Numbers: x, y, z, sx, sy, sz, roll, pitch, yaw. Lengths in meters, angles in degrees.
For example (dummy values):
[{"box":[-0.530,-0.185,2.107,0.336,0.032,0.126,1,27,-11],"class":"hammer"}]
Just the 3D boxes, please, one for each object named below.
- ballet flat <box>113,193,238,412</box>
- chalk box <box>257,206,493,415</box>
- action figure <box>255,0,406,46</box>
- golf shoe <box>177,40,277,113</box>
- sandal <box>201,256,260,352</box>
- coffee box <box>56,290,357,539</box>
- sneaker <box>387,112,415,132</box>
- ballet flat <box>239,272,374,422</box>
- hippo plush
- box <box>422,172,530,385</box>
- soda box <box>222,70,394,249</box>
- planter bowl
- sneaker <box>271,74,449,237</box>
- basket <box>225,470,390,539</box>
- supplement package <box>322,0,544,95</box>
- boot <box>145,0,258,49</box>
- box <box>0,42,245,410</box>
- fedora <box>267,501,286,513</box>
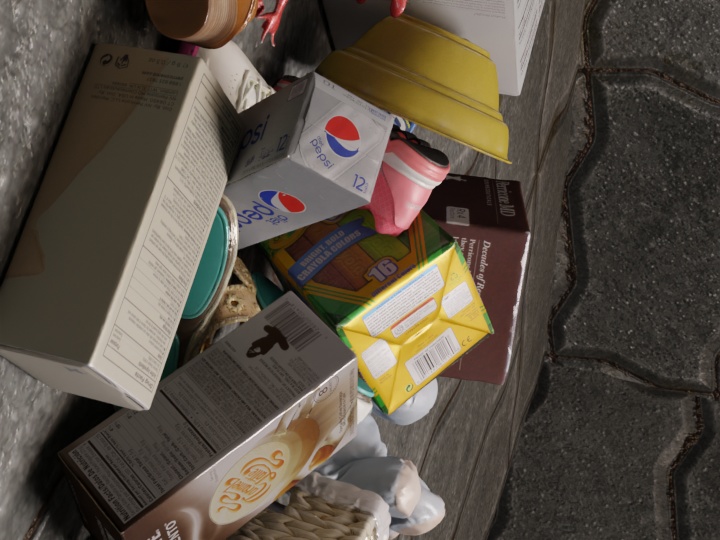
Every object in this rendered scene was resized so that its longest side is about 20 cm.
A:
[{"box":[-0.132,0.023,0.879,0.062,0.067,0.201,-70,-177,-66],"class":"ballet flat"},{"box":[0.000,0.000,1.078,0.124,0.200,0.124,-37,134,-9],"class":"chalk box"},{"box":[-0.045,-0.220,0.989,0.199,0.065,0.100,11,102,-56],"class":"action figure"},{"box":[-0.078,-0.120,0.933,0.200,0.091,0.076,51,54,-70],"class":"golf shoe"},{"box":[-0.108,0.055,0.994,0.078,0.069,0.213,78,28,-57],"class":"sandal"},{"box":[-0.100,0.122,0.871,0.199,0.080,0.115,-36,150,-23],"class":"coffee box"},{"box":[0.001,-0.128,1.204,0.075,0.082,0.200,65,23,-14],"class":"sneaker"},{"box":[-0.062,0.072,1.029,0.069,0.200,0.070,-18,128,-24],"class":"ballet flat"},{"box":[-0.007,0.151,1.168,0.160,0.198,0.162,81,21,-64],"class":"hippo plush"},{"box":[0.059,-0.003,1.267,0.166,0.197,0.166,-81,177,-69],"class":"box"},{"box":[-0.062,-0.069,0.851,0.199,0.068,0.064,-16,-127,57],"class":"soda box"},{"box":[0.058,-0.171,1.098,0.084,0.199,0.200,-66,166,7],"class":"planter bowl"},{"box":[-0.019,-0.096,1.029,0.073,0.200,0.087,12,109,-49],"class":"sneaker"},{"box":[-0.096,0.265,0.961,0.161,0.196,0.202,-55,153,-52],"class":"basket"},{"box":[0.071,-0.291,1.159,0.200,0.189,0.148,71,33,-63],"class":"supplement package"},{"box":[-0.096,-0.247,0.808,0.155,0.076,0.202,-56,141,-74],"class":"boot"},{"box":[-0.146,-0.027,0.764,0.095,0.077,0.202,61,43,-64],"class":"box"},{"box":[-0.094,0.291,1.190,0.200,0.089,0.179,-24,125,-72],"class":"fedora"}]
